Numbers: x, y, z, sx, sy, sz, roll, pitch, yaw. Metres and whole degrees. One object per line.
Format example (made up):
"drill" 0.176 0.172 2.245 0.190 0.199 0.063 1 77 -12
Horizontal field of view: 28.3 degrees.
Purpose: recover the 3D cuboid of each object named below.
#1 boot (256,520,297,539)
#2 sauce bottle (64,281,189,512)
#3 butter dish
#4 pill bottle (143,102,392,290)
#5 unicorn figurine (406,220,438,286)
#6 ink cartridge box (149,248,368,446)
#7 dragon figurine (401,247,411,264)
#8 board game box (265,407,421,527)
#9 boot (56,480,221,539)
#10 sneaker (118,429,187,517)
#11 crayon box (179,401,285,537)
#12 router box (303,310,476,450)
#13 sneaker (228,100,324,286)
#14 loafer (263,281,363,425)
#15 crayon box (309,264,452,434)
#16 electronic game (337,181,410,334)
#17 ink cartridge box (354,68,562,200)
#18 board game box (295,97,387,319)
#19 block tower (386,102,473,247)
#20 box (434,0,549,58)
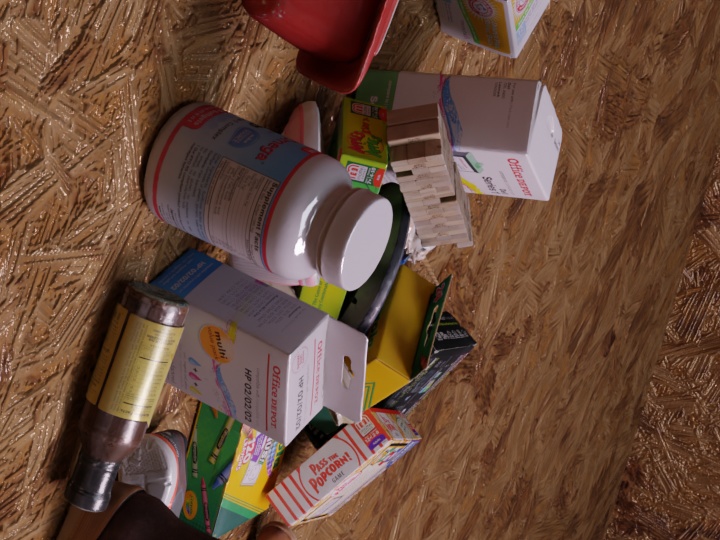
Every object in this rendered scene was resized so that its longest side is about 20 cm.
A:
"boot" -0.145 0.403 1.676 0.154 0.073 0.203 -11 119 -59
"sauce bottle" -0.210 0.111 1.251 0.065 0.064 0.202 4 110 -67
"butter dish" -0.045 -0.267 1.171 0.202 0.146 0.199 -68 -158 7
"pill bottle" -0.077 -0.059 1.205 0.109 0.198 0.110 -49 153 -36
"unicorn figurine" 0.075 -0.096 1.706 0.138 0.073 0.200 -51 141 -11
"ink cartridge box" -0.095 0.077 1.297 0.068 0.198 0.116 -43 149 -42
"dragon figurine" 0.009 0.002 1.650 0.202 0.058 0.099 -66 158 -4
"board game box" -0.014 0.222 1.621 0.151 0.046 0.200 -41 168 4
"boot" -0.212 0.301 1.291 0.072 0.165 0.203 -4 115 -65
"sneaker" -0.201 0.248 1.393 0.082 0.076 0.203 -26 135 -67
"crayon box" -0.125 0.171 1.508 0.118 0.058 0.203 -19 128 -61
"router box" 0.036 0.139 1.743 0.200 0.062 0.149 -47 163 16
"sneaker" -0.086 -0.076 1.355 0.076 0.103 0.203 81 9 -58
"loafer" -0.070 0.077 1.419 0.068 0.201 0.076 -35 180 -8
"crayon box" 0.013 0.079 1.518 0.200 0.050 0.128 -38 -153 47
"electronic game" 0.000 0.000 1.527 0.201 0.041 0.201 -55 -159 33
"ink cartridge box" 0.104 -0.144 1.520 0.145 0.197 0.085 45 54 -66
"board game box" -0.021 -0.059 1.437 0.102 0.047 0.202 -90 -165 -52
"block tower" 0.071 -0.090 1.446 0.200 0.057 0.055 61 24 -59
"box" 0.171 -0.361 1.607 0.202 0.100 0.113 -60 157 -17
